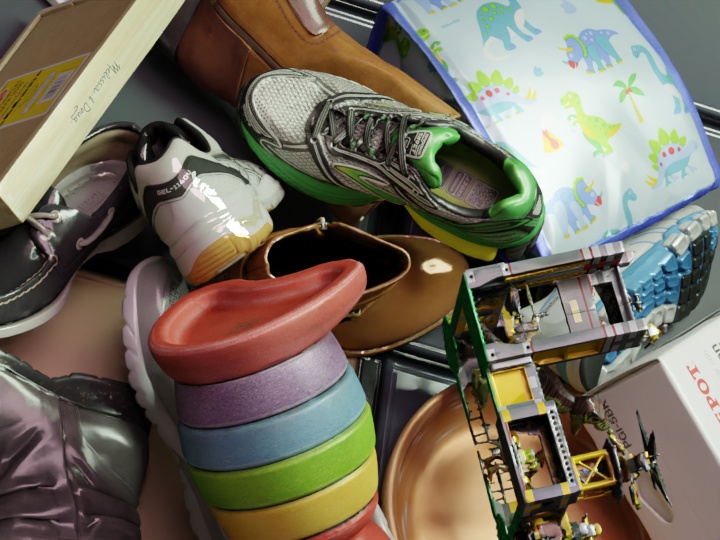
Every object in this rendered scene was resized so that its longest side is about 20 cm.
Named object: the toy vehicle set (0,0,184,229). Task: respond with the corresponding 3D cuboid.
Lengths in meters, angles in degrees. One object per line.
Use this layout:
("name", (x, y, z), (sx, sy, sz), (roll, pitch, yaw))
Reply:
("toy vehicle set", (-0.198, -0.096, 1.567), (0.027, 0.124, 0.200), (50, 52, -25))

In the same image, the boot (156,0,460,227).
("boot", (-0.020, -0.154, 1.624), (0.200, 0.188, 0.068), (42, 17, 12))

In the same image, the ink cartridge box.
("ink cartridge box", (0.253, 0.094, 1.641), (0.200, 0.083, 0.147), (-28, 86, -43))

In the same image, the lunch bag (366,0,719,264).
("lunch bag", (0.116, -0.097, 1.695), (0.170, 0.128, 0.200), (-27, 66, -31))

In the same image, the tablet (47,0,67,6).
("tablet", (-0.146, -0.238, 1.730), (0.130, 0.014, 0.200), (44, 57, 4))

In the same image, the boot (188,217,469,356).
("boot", (0.000, 0.000, 1.571), (0.199, 0.155, 0.077), (0, 77, -22))

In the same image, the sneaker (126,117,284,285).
("sneaker", (-0.096, -0.056, 1.548), (0.076, 0.200, 0.088), (-35, 100, 0))

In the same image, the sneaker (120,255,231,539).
("sneaker", (-0.075, 0.081, 1.525), (0.201, 0.082, 0.075), (67, 17, -1))

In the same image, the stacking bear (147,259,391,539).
("stacking bear", (-0.036, 0.112, 1.437), (0.114, 0.121, 0.201), (-44, 120, -57))

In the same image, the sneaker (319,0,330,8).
("sneaker", (-0.033, -0.215, 1.736), (0.070, 0.076, 0.200), (31, 78, 7))

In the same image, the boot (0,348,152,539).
("boot", (-0.210, 0.116, 1.480), (0.199, 0.070, 0.132), (11, 59, -15))

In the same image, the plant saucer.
("plant saucer", (0.103, 0.160, 1.605), (0.199, 0.037, 0.201), (10, 61, -18))

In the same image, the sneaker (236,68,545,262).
("sneaker", (0.021, -0.076, 1.562), (0.199, 0.085, 0.078), (20, 73, 5))

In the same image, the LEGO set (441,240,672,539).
("LEGO set", (0.128, 0.077, 1.546), (0.115, 0.154, 0.201), (-11, 60, -8))

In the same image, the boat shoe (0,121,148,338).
("boat shoe", (-0.184, -0.026, 1.539), (0.074, 0.060, 0.200), (25, 37, 21))

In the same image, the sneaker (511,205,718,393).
("sneaker", (0.163, 0.005, 1.697), (0.086, 0.075, 0.200), (19, 35, 30))

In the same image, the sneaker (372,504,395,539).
("sneaker", (0.015, 0.216, 1.508), (0.075, 0.089, 0.201), (-14, 70, -29))
